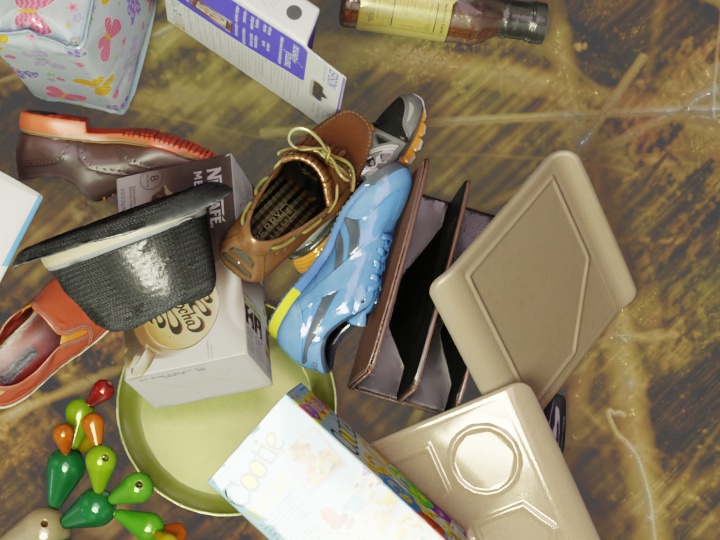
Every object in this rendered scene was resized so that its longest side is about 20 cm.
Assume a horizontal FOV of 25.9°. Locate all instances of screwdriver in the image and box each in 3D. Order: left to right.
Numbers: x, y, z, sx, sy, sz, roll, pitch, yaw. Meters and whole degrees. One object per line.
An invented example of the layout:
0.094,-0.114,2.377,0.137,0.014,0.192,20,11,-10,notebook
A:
0.170,0.211,1.438,0.028,0.029,0.201,8,72,-4,screwdriver

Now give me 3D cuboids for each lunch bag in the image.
-0.248,-0.267,1.422,0.127,0.170,0.201,9,75,8,lunch bag

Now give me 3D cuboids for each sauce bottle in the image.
0.081,-0.253,1.515,0.199,0.066,0.066,7,77,-6,sauce bottle

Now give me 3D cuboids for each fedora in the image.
-0.185,-0.004,1.289,0.200,0.201,0.092,-21,95,-10,fedora

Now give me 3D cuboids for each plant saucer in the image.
-0.122,0.124,1.430,0.199,0.031,0.201,1,77,-6,plant saucer

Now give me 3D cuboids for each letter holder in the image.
0.068,0.016,1.414,0.100,0.142,0.200,16,77,-3,letter holder

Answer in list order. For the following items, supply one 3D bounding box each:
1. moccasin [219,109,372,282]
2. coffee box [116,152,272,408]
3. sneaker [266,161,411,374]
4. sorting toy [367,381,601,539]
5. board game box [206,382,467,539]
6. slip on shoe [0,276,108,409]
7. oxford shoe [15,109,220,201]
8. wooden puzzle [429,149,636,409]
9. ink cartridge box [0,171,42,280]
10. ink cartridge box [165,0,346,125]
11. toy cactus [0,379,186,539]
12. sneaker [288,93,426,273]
-0.049,-0.076,1.357,0.074,0.078,0.201,43,53,3,moccasin
-0.148,0.008,1.389,0.113,0.080,0.200,-11,63,11,coffee box
0.000,0.000,1.393,0.078,0.066,0.200,36,97,24,sneaker
0.095,0.217,1.401,0.200,0.036,0.185,-24,91,10,sorting toy
-0.017,0.204,1.344,0.200,0.103,0.105,42,95,3,board game box
-0.272,0.043,1.417,0.074,0.061,0.200,43,76,6,slip on shoe
-0.220,-0.098,1.457,0.199,0.071,0.073,11,98,0,oxford shoe
0.157,0.018,1.419,0.200,0.037,0.185,-45,123,-26,wooden puzzle
-0.373,-0.029,1.362,0.125,0.200,0.129,29,77,-16,ink cartridge box
-0.089,-0.215,1.420,0.200,0.198,0.043,36,80,2,ink cartridge box
-0.243,0.211,1.367,0.165,0.102,0.200,-29,73,20,toy cactus
-0.013,-0.093,1.456,0.077,0.078,0.200,41,77,-11,sneaker
